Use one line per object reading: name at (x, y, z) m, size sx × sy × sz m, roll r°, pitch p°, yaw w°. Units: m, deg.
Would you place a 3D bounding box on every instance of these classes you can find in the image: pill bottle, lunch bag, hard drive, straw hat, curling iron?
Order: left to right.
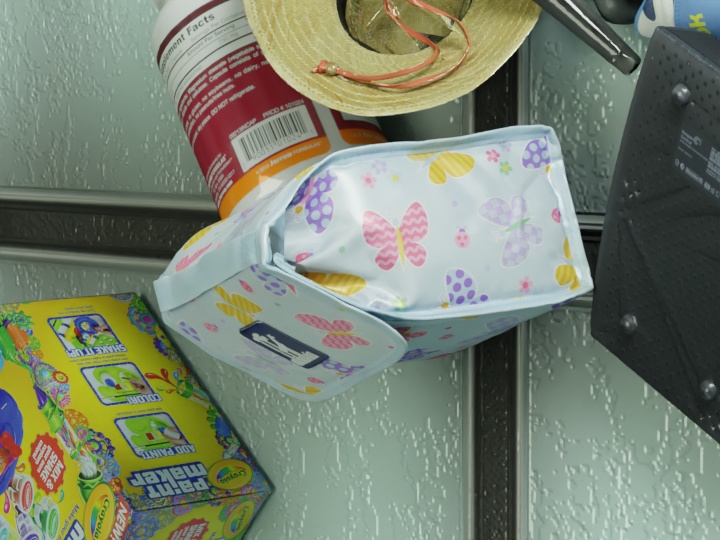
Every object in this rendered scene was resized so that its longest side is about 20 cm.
pill bottle at (-0.062, -0.118, 1.566) m, size 0.113 × 0.113 × 0.201 m, roll -42°, pitch 62°, yaw 41°
lunch bag at (0.000, 0.000, 1.420) m, size 0.169 × 0.199 × 0.128 m, roll -27°, pitch 71°, yaw 60°
straw hat at (0.030, -0.154, 1.476) m, size 0.200 × 0.085 × 0.202 m, roll -7°, pitch 60°, yaw 13°
curling iron at (0.082, -0.182, 1.394) m, size 0.200 × 0.026 × 0.050 m, roll 50°, pitch 153°, yaw 9°
hard drive at (0.187, -0.018, 1.322) m, size 0.135 × 0.042 × 0.201 m, roll 41°, pitch 137°, yaw 38°

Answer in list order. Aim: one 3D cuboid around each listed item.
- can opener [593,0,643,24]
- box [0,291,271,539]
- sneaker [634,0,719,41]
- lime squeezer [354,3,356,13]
can opener at (0.106, -0.230, 1.407) m, size 0.053 × 0.067 × 0.201 m, roll -42°, pitch 63°, yaw 41°
box at (-0.191, 0.155, 1.721) m, size 0.193 × 0.122 × 0.200 m, roll 52°, pitch 128°, yaw 31°
sneaker at (0.167, -0.213, 1.328) m, size 0.082 × 0.074 × 0.201 m, roll -11°, pitch 83°, yaw 35°
lime squeezer at (-0.011, -0.210, 1.571) m, size 0.070 × 0.038 × 0.201 m, roll -16°, pitch 79°, yaw 16°
